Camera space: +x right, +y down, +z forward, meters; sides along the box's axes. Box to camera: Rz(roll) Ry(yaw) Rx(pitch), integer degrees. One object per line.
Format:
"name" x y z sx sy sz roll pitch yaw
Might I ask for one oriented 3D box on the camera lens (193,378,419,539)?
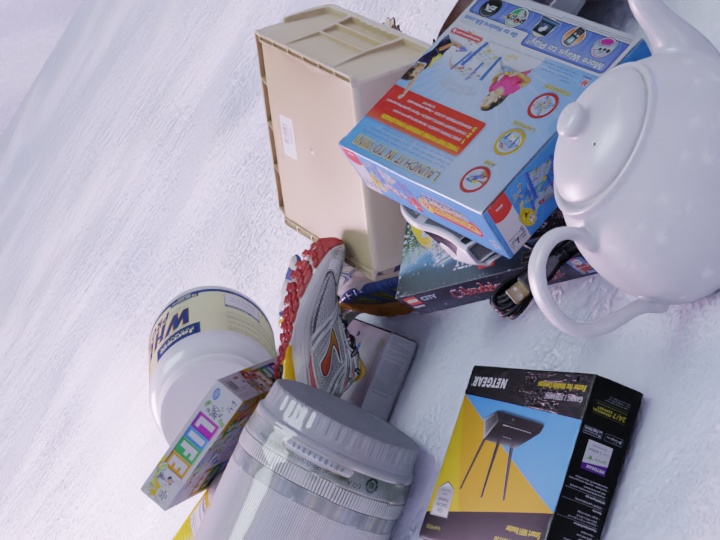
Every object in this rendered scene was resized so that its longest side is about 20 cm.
"camera lens" -0.052 0.218 1.675 0.202 0.159 0.160 -65 21 5

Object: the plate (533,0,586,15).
"plate" 0.157 -0.229 1.737 0.200 0.032 0.200 -47 10 27

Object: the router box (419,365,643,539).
"router box" 0.128 0.153 1.453 0.200 0.051 0.151 -4 67 67

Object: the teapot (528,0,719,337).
"teapot" 0.205 -0.076 1.376 0.198 0.145 0.201 -53 26 33

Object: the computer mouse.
"computer mouse" 0.107 -0.034 1.536 0.110 0.044 0.200 -47 40 -5

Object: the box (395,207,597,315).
"box" 0.123 -0.048 1.593 0.199 0.038 0.138 -14 57 40

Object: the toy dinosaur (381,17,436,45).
"toy dinosaur" 0.078 -0.168 1.856 0.086 0.135 0.200 -51 59 23

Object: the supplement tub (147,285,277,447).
"supplement tub" -0.157 0.115 2.034 0.146 0.144 0.200 -61 15 15

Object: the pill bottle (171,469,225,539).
"pill bottle" -0.119 0.266 1.854 0.201 0.112 0.113 -55 24 27

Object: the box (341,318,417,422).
"box" -0.018 0.119 1.871 0.146 0.036 0.200 -68 22 -2

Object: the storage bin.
"storage bin" -0.009 -0.123 1.757 0.198 0.093 0.202 33 136 52

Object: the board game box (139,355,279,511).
"board game box" -0.128 0.154 1.841 0.135 0.034 0.200 -54 -11 15

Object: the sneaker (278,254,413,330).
"sneaker" 0.000 0.000 1.811 0.199 0.075 0.089 -15 61 32

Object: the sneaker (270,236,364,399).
"sneaker" -0.035 0.065 1.759 0.078 0.081 0.202 -109 26 -69

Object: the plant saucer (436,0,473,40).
"plant saucer" 0.147 -0.290 1.816 0.201 0.034 0.200 -52 9 12

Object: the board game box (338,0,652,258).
"board game box" 0.113 -0.126 1.539 0.196 0.056 0.199 -47 40 -12
